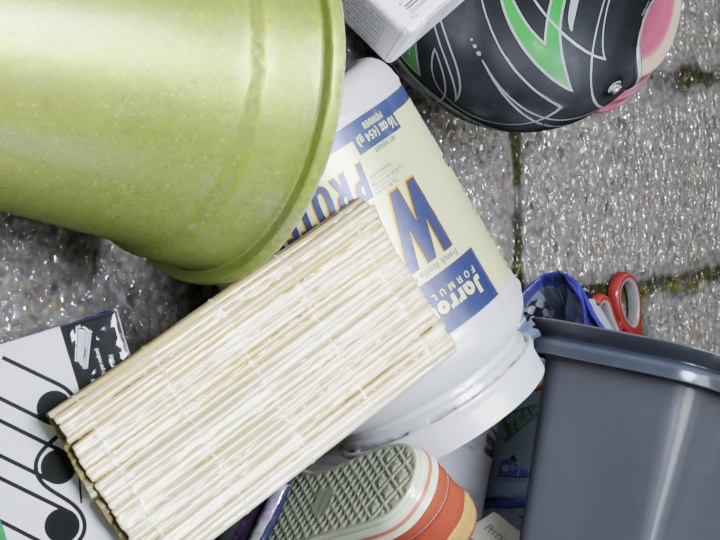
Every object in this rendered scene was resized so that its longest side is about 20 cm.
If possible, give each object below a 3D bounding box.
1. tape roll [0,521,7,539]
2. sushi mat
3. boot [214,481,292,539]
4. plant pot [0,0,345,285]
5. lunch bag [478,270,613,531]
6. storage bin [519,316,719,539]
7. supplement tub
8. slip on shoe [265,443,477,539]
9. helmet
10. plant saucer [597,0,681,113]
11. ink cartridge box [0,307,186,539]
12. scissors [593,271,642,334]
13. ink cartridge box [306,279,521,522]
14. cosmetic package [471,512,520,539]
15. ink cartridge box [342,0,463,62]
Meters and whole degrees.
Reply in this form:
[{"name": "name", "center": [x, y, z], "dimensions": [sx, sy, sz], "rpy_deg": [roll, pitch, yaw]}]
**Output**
[{"name": "tape roll", "center": [-0.232, 0.130, 0.764], "dimensions": [0.200, 0.048, 0.201], "rpy_deg": [41, 35, -37]}, {"name": "sushi mat", "center": [-0.049, 0.055, 0.887], "dimensions": [0.200, 0.012, 0.096], "rpy_deg": [-36, 97, -23]}, {"name": "boot", "center": [-0.120, 0.160, 0.932], "dimensions": [0.200, 0.090, 0.073], "rpy_deg": [-55, 130, -36]}, {"name": "plant pot", "center": [-0.139, -0.098, 0.849], "dimensions": [0.184, 0.200, 0.201], "rpy_deg": [5, 87, -40]}, {"name": "lunch bag", "center": [0.152, 0.123, 1.252], "dimensions": [0.170, 0.124, 0.200], "rpy_deg": [53, 40, -37]}, {"name": "storage bin", "center": [0.182, 0.118, 1.080], "dimensions": [0.200, 0.145, 0.134], "rpy_deg": [21, 81, -59]}, {"name": "supplement tub", "center": [0.000, 0.000, 1.001], "dimensions": [0.145, 0.145, 0.200], "rpy_deg": [-39, 102, -44]}, {"name": "slip on shoe", "center": [-0.015, 0.142, 0.978], "dimensions": [0.061, 0.200, 0.074], "rpy_deg": [37, 54, -26]}, {"name": "helmet", "center": [0.092, -0.184, 1.120], "dimensions": [0.200, 0.200, 0.191], "rpy_deg": [10, 104, -51]}, {"name": "plant saucer", "center": [0.181, -0.217, 1.339], "dimensions": [0.200, 0.051, 0.201], "rpy_deg": [-2, 92, -52]}, {"name": "ink cartridge box", "center": [-0.135, 0.128, 0.879], "dimensions": [0.094, 0.044, 0.200], "rpy_deg": [-17, 90, -13]}, {"name": "scissors", "center": [0.221, 0.089, 1.423], "dimensions": [0.073, 0.014, 0.200], "rpy_deg": [-53, 130, -40]}, {"name": "ink cartridge box", "center": [0.030, 0.086, 1.137], "dimensions": [0.116, 0.067, 0.200], "rpy_deg": [27, 70, -48]}, {"name": "cosmetic package", "center": [0.036, 0.241, 1.060], "dimensions": [0.200, 0.103, 0.087], "rpy_deg": [-29, 130, -27]}, {"name": "ink cartridge box", "center": [0.009, -0.242, 1.011], "dimensions": [0.200, 0.045, 0.176], "rpy_deg": [45, 66, 4]}]
